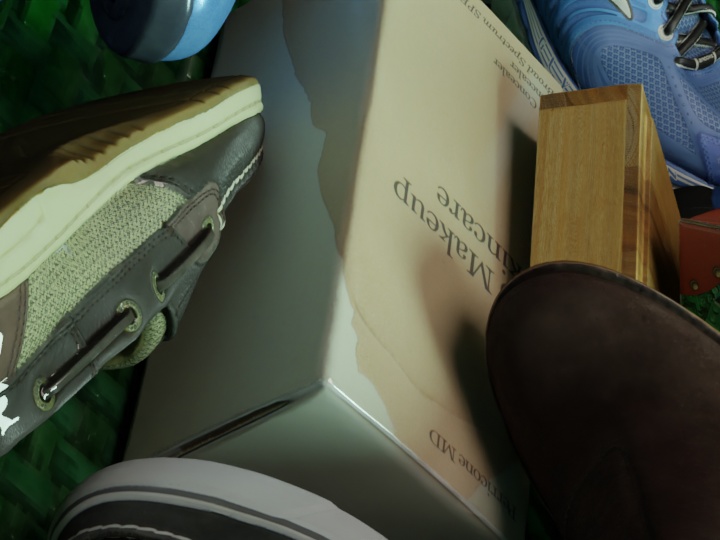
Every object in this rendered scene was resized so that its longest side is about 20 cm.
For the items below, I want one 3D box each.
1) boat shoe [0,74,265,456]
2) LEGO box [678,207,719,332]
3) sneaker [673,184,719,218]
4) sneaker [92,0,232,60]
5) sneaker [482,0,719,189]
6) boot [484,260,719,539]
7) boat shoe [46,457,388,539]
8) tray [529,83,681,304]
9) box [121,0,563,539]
[{"bbox_3d":[-0.077,-0.004,0.704,0.200,0.073,0.065,-39,116,-60],"label":"boat shoe"},{"bbox_3d":[0.193,0.040,0.830,0.200,0.077,0.149,-15,109,-41],"label":"LEGO box"},{"bbox_3d":[0.131,0.030,0.978,0.200,0.078,0.070,57,23,-53],"label":"sneaker"},{"bbox_3d":[-0.036,-0.123,0.800,0.078,0.066,0.200,21,32,-16],"label":"sneaker"},{"bbox_3d":[0.095,-0.107,0.966,0.200,0.089,0.079,51,32,10],"label":"sneaker"},{"bbox_3d":[0.084,0.070,0.653,0.200,0.072,0.166,54,9,16],"label":"boot"},{"bbox_3d":[0.004,0.113,0.655,0.200,0.069,0.057,30,25,9],"label":"boat shoe"},{"bbox_3d":[0.094,0.045,0.853,0.200,0.037,0.099,66,23,-46],"label":"tray"},{"bbox_3d":[0.000,0.000,0.793,0.095,0.078,0.200,42,36,-31],"label":"box"}]
